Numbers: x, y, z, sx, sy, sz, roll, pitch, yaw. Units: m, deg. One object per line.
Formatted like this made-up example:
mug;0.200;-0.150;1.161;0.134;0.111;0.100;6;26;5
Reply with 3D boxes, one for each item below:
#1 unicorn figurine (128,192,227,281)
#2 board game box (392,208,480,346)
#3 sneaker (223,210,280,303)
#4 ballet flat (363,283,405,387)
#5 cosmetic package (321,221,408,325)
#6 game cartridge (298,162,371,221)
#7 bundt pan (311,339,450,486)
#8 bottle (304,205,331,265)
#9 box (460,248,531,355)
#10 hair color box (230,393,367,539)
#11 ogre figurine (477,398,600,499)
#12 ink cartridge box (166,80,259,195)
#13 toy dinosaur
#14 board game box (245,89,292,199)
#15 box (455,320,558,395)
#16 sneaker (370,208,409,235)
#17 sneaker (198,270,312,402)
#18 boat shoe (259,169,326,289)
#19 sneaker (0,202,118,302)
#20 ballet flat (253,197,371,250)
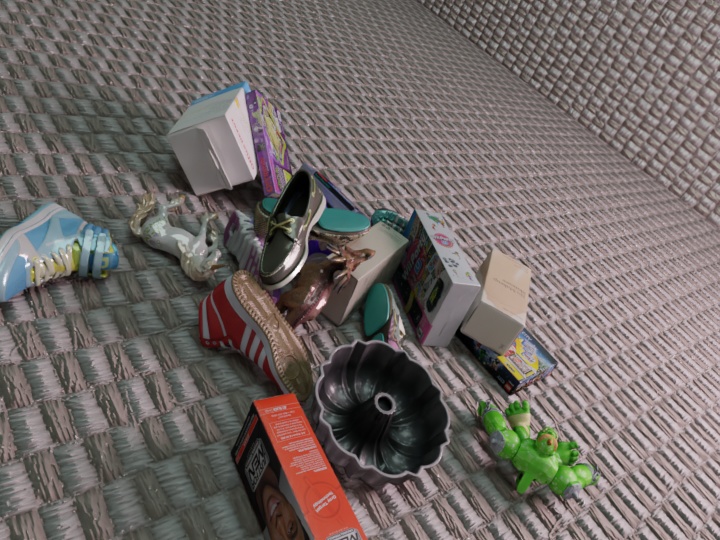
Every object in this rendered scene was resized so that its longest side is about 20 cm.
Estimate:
unicorn figurine;-0.279;-0.049;0.980;0.195;0.075;0.139;14;43;6
board game box;0.126;0.011;1.101;0.063;0.149;0.202;6;38;-23
sneaker;-0.160;-0.021;1.013;0.087;0.081;0.202;10;36;-36
ballet flat;0.044;0.112;0.995;0.071;0.069;0.202;34;34;-28
cosmetic package;0.000;0.000;1.069;0.070;0.107;0.199;33;33;14
game cartridge;-0.034;-0.134;1.235;0.200;0.038;0.129;46;4;25
bundt pan;0.018;0.199;0.827;0.198;0.076;0.205;17;44;-17
bottle;-0.086;-0.068;1.116;0.202;0.064;0.084;-102;166;-50
box;0.253;0.053;1.126;0.094;0.079;0.201;28;34;1
hair color box;-0.074;0.253;0.685;0.060;0.103;0.201;-3;44;-38
ogre figurine;0.263;0.272;0.907;0.201;0.098;0.120;50;19;6
ink cartridge box;-0.262;-0.244;1.143;0.122;0.130;0.202;-13;32;14
toy dinosaur;-0.069;0.031;0.903;0.086;0.134;0.203;43;61;-37
board game box;-0.170;-0.231;1.181;0.120;0.032;0.205;34;44;-76
box;0.256;0.128;1.135;0.135;0.038;0.201;-10;49;-42
sneaker;0.078;-0.071;1.222;0.199;0.078;0.091;35;10;-43
sneaker;-0.153;0.108;0.866;0.203;0.111;0.071;60;33;-5
boat shoe;-0.106;-0.063;0.895;0.070;0.061;0.204;0;48;22
sneaker;-0.406;-0.013;0.825;0.128;0.080;0.202;21;35;-7
ballet flat;-0.083;-0.070;1.011;0.195;0.076;0.069;7;41;-20
